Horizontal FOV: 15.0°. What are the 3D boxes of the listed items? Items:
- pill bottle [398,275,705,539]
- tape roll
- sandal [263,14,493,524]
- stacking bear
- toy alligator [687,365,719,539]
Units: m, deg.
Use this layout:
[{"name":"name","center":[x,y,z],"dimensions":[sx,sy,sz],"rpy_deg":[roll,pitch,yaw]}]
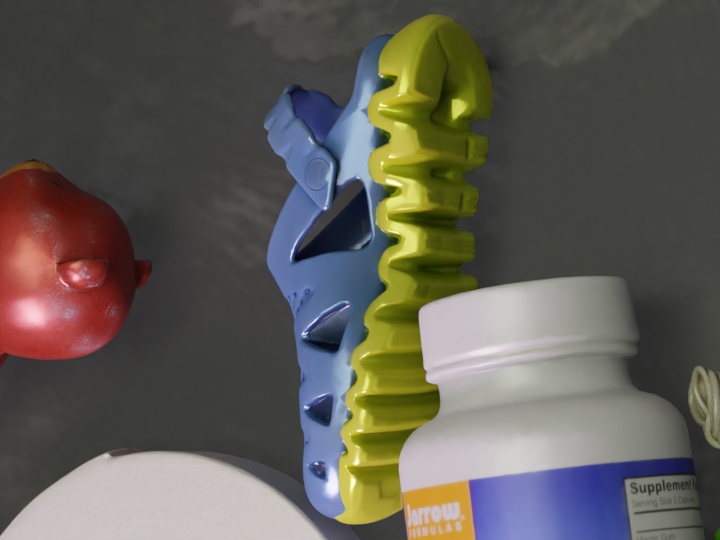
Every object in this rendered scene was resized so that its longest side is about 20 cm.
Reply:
[{"name":"pill bottle","center":[0.073,0.108,1.021],"dimensions":[0.112,0.112,0.201],"rpy_deg":[-11,82,23]},{"name":"tape roll","center":[-0.075,0.173,1.125],"dimensions":[0.202,0.037,0.204],"rpy_deg":[-2,86,24]},{"name":"sandal","center":[0.000,0.000,1.088],"dimensions":[0.087,0.079,0.201],"rpy_deg":[1,81,34]},{"name":"stacking bear","center":[-0.190,0.008,1.154],"dimensions":[0.199,0.121,0.114],"rpy_deg":[-10,80,16]},{"name":"toy alligator","center":[0.164,0.131,1.013],"dimensions":[0.054,0.059,0.201],"rpy_deg":[-6,82,-17]}]
